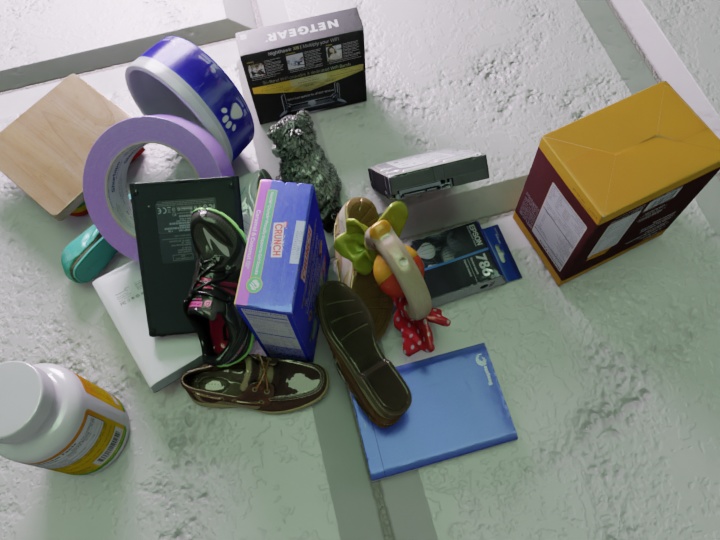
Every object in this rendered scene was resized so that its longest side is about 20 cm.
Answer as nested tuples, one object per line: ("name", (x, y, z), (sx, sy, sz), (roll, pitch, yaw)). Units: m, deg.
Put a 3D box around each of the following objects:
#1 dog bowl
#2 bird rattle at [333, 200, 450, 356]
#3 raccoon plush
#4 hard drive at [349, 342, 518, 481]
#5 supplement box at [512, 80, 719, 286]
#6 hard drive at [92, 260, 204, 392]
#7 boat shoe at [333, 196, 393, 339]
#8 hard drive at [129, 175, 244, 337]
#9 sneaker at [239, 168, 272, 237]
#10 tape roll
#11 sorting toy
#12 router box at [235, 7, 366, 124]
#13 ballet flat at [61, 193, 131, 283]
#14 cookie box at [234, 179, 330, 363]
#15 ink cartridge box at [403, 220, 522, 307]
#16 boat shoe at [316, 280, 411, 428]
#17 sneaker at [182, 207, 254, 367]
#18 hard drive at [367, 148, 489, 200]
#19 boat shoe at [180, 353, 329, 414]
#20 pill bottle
("dog bowl", (-0.262, -0.252, 0.883), (0.198, 0.201, 0.079), (33, 68, 17))
("bird rattle", (0.044, 0.013, 0.724), (0.111, 0.163, 0.203), (-22, 82, -3))
("raccoon plush", (-0.060, -0.151, 0.862), (0.199, 0.135, 0.097), (38, 70, 18))
("hard drive", (0.093, 0.186, 0.760), (0.196, 0.025, 0.134), (-14, 65, -4))
("supplement box", (0.345, -0.112, 0.790), (0.195, 0.201, 0.134), (-24, 66, -9))
("hard drive", (-0.281, 0.059, 0.816), (0.131, 0.027, 0.200), (-30, 61, -22))
("boat shoe", (0.000, 0.000, 0.826), (0.072, 0.069, 0.204), (-2, 85, -25))
("hard drive", (-0.221, -0.018, 0.756), (0.137, 0.033, 0.204), (-5, 100, -7))
("sneaker", (-0.180, -0.056, 0.870), (0.079, 0.070, 0.204), (-6, 64, 21))
("tape roll", (-0.278, -0.113, 0.800), (0.196, 0.066, 0.204), (1, 106, 3))
("sorting toy", (-0.471, -0.193, 0.937), (0.199, 0.070, 0.199), (35, 71, 17))
("router box", (-0.090, -0.331, 0.936), (0.196, 0.158, 0.053), (-14, 65, -5))
("ballet flat", (-0.382, -0.068, 0.880), (0.070, 0.068, 0.200), (29, 67, 30))
("cookie box", (-0.095, 0.009, 0.754), (0.074, 0.201, 0.174), (5, 65, 5))
("ink cartridge box", (0.135, -0.009, 0.842), (0.197, 0.039, 0.101), (-18, 65, -6))
("boat shoe", (-0.009, 0.111, 0.744), (0.071, 0.068, 0.202), (-13, 63, -29))
("sneaker", (-0.176, 0.023, 0.704), (0.075, 0.084, 0.204), (-5, 99, 18))
("hard drive", (0.090, -0.145, 0.832), (0.137, 0.200, 0.039), (-14, 106, -3))
("boat shoe", (-0.141, 0.148, 0.762), (0.196, 0.072, 0.073), (1, 65, 3))
("pill bottle", (-0.371, 0.178, 0.687), (0.109, 0.201, 0.113), (-1, 64, 2))
